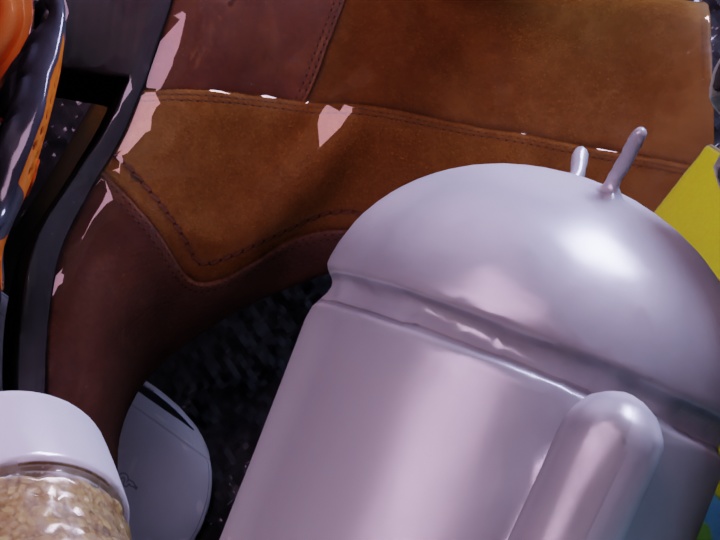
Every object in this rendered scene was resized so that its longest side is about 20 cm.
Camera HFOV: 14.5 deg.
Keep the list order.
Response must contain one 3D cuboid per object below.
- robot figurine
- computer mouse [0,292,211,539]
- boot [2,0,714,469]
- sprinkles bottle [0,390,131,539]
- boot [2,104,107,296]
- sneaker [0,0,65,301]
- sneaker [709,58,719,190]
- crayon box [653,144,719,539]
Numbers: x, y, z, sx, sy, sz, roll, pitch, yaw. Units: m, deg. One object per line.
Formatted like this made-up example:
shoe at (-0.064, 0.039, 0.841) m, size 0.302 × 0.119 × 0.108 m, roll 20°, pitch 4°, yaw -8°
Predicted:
robot figurine at (0.028, 0.059, 0.717) m, size 0.200 × 0.113 × 0.170 m, roll -69°, pitch 20°, yaw -5°
computer mouse at (-0.136, 0.029, 0.856) m, size 0.200 × 0.044 × 0.110 m, roll 27°, pitch 78°, yaw 3°
boot at (0.000, 0.000, 0.824) m, size 0.200 × 0.068 × 0.189 m, roll 9°, pitch 79°, yaw -11°
sprinkles bottle at (-0.068, 0.122, 0.685) m, size 0.068 × 0.068 × 0.200 m, roll -31°, pitch 50°, yaw 6°
boot at (-0.069, -0.062, 0.888) m, size 0.075 × 0.097 × 0.200 m, roll 32°, pitch 80°, yaw 30°
sneaker at (-0.121, -0.054, 0.799) m, size 0.200 × 0.077 × 0.112 m, roll -114°, pitch 38°, yaw -49°
sneaker at (0.147, 0.031, 0.712) m, size 0.074 × 0.088 × 0.200 m, roll -12°, pitch 86°, yaw 23°
crayon box at (0.138, 0.067, 0.766) m, size 0.200 × 0.051 × 0.127 m, roll 37°, pitch 83°, yaw 31°
